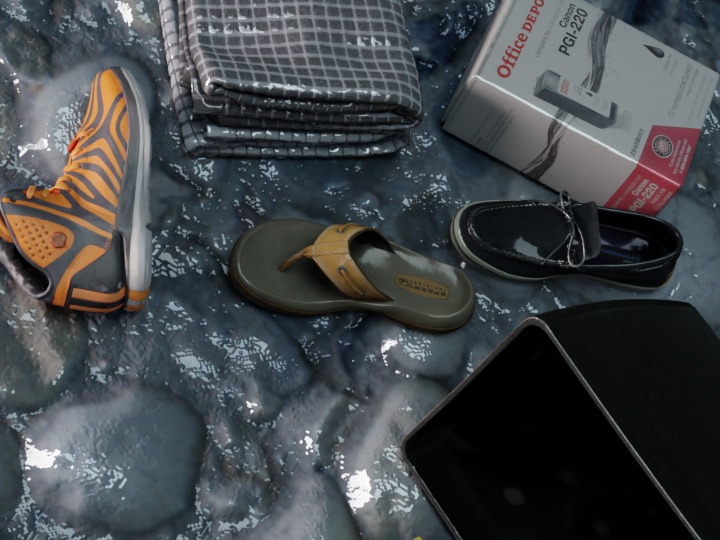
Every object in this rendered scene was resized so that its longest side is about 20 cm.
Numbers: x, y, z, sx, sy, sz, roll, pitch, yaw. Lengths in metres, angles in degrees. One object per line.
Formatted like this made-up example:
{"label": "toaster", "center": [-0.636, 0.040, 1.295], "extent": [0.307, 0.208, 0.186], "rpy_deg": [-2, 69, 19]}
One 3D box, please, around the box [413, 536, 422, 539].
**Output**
{"label": "box", "center": [-0.010, 0.278, 0.953], "extent": [0.200, 0.048, 0.117], "rpy_deg": [-26, 73, -31]}

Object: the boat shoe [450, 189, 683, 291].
{"label": "boat shoe", "center": [0.172, -0.027, 1.177], "extent": [0.200, 0.062, 0.075], "rpy_deg": [9, 61, -13]}

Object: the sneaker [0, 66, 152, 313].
{"label": "sneaker", "center": [-0.213, -0.066, 1.054], "extent": [0.112, 0.078, 0.200], "rpy_deg": [3, 61, -19]}

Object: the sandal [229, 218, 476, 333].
{"label": "sandal", "center": [0.000, 0.000, 1.105], "extent": [0.200, 0.055, 0.082], "rpy_deg": [15, 58, -11]}

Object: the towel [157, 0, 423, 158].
{"label": "towel", "center": [-0.056, -0.181, 1.169], "extent": [0.200, 0.086, 0.166], "rpy_deg": [0, 62, -19]}

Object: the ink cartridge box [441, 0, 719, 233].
{"label": "ink cartridge box", "center": [0.190, -0.146, 1.236], "extent": [0.200, 0.085, 0.146], "rpy_deg": [27, 57, -1]}

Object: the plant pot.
{"label": "plant pot", "center": [0.186, 0.133, 1.025], "extent": [0.177, 0.200, 0.200], "rpy_deg": [-21, 70, -39]}
